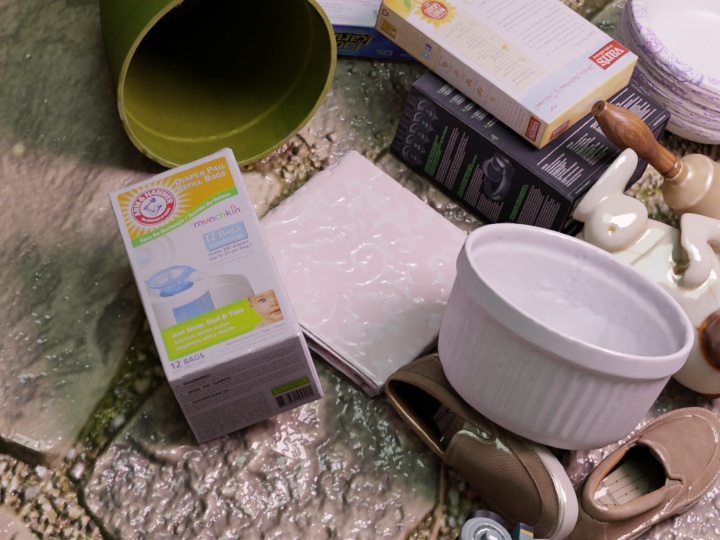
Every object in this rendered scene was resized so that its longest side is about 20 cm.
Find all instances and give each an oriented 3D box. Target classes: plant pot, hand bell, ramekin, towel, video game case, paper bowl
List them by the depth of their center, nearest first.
[{"bbox_3d":[0.157,0.057,1.669,0.200,0.105,0.200,19,25,-9],"label":"ramekin"},{"bbox_3d":[0.000,0.000,1.787,0.191,0.032,0.200,38,50,15],"label":"towel"},{"bbox_3d":[-0.149,-0.224,1.845,0.200,0.201,0.193,-7,41,-23],"label":"plant pot"},{"bbox_3d":[0.272,-0.096,1.845,0.200,0.104,0.104,33,35,-38],"label":"hand bell"},{"bbox_3d":[-0.032,-0.286,2.020,0.200,0.045,0.181,3,49,-15],"label":"video game case"},{"bbox_3d":[0.343,-0.204,2.029,0.200,0.104,0.201,9,48,-10],"label":"paper bowl"}]

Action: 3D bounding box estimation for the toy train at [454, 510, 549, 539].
[{"bbox_3d":[0.106,0.274,1.550,0.114,0.085,0.200,24,44,-13],"label":"toy train"}]

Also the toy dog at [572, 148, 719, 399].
[{"bbox_3d":[0.261,0.021,1.784,0.200,0.140,0.194,36,60,14],"label":"toy dog"}]

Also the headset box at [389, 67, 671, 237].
[{"bbox_3d":[0.150,-0.131,1.909,0.200,0.093,0.174,37,49,16],"label":"headset box"}]

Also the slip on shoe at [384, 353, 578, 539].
[{"bbox_3d":[0.094,0.143,1.655,0.061,0.076,0.200,-7,47,-40],"label":"slip on shoe"}]

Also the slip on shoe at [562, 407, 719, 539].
[{"bbox_3d":[0.237,0.163,1.688,0.200,0.061,0.076,-27,62,-35],"label":"slip on shoe"}]

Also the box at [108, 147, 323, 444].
[{"bbox_3d":[-0.118,0.019,1.661,0.112,0.101,0.200,-20,55,-2],"label":"box"}]

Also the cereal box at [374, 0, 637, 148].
[{"bbox_3d":[0.133,-0.207,1.881,0.200,0.040,0.144,39,51,19],"label":"cereal box"}]
